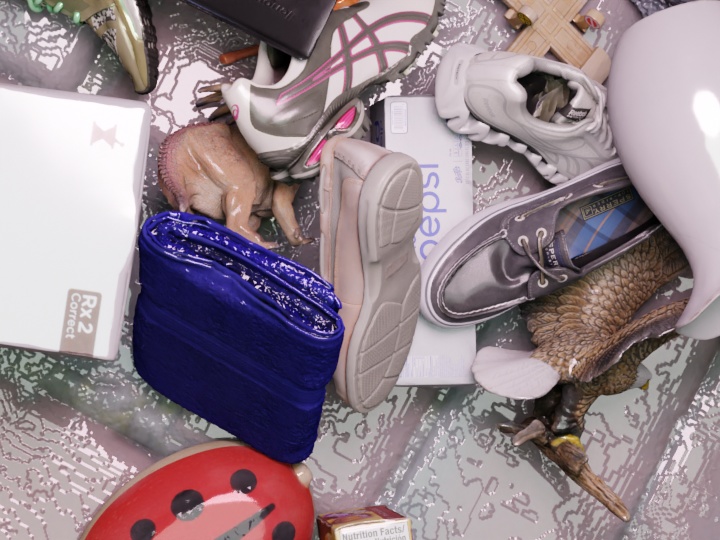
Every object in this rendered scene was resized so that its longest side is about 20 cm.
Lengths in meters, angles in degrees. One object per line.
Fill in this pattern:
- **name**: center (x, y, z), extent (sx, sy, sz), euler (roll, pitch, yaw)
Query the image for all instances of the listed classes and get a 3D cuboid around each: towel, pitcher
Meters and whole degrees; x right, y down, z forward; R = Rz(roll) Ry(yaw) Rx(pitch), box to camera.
- **towel**: center (-0.080, 0.042, 1.649), extent (0.147, 0.200, 0.050), euler (30, 61, 9)
- **pitcher**: center (0.256, -0.076, 1.621), extent (0.171, 0.121, 0.201), euler (-18, 74, 11)

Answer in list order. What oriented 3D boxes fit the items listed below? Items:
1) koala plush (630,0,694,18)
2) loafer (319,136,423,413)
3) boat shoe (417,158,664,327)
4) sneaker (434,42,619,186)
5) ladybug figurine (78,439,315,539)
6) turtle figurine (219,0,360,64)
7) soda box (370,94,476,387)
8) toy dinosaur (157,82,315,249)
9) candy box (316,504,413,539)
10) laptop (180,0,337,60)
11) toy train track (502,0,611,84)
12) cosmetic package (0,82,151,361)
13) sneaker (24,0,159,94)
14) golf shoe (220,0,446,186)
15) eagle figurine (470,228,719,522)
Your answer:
- **koala plush**: center (0.253, -0.245, 1.701), extent (0.177, 0.200, 0.184), euler (-43, 94, -5)
- **loafer**: center (0.000, 0.000, 1.647), extent (0.063, 0.201, 0.072), euler (29, 42, 29)
- **boat shoe**: center (0.132, -0.017, 1.687), extent (0.199, 0.066, 0.070), euler (-23, 105, -15)
- **sneaker**: center (0.145, -0.103, 1.716), extent (0.199, 0.081, 0.076), euler (17, 76, -39)
- **ladybug figurine**: center (-0.114, 0.196, 1.713), extent (0.200, 0.072, 0.136), euler (-40, 93, -6)
- **turtle figurine**: center (-0.032, -0.239, 1.734), extent (0.199, 0.064, 0.162), euler (-26, 92, -7)
- **soda box**: center (0.043, -0.020, 1.738), extent (0.063, 0.068, 0.201), euler (-1, 90, -9)
- **toy dinosaur**: center (-0.090, -0.074, 1.687), extent (0.085, 0.200, 0.136), euler (-15, 88, 34)
- **candy box**: center (0.014, 0.266, 1.706), extent (0.056, 0.117, 0.201), euler (-7, 89, -7)
- **laptop**: center (-0.056, -0.265, 1.680), extent (0.187, 0.200, 0.116), euler (28, 128, 15)
- **toy train track**: center (0.108, -0.203, 1.746), extent (0.200, 0.033, 0.115), euler (44, 73, -16)
- **cosmetic package**: center (-0.228, -0.033, 1.638), extent (0.164, 0.200, 0.166), euler (8, 88, -5)
- **sneaker**: center (-0.206, -0.200, 1.717), extent (0.088, 0.077, 0.201), euler (-30, 86, 5)
- **golf shoe**: center (-0.013, -0.150, 1.665), extent (0.088, 0.077, 0.200), euler (47, 57, -20)
- **eagle figurine**: center (0.179, 0.046, 1.728), extent (0.151, 0.151, 0.201), euler (34, 95, 3)
